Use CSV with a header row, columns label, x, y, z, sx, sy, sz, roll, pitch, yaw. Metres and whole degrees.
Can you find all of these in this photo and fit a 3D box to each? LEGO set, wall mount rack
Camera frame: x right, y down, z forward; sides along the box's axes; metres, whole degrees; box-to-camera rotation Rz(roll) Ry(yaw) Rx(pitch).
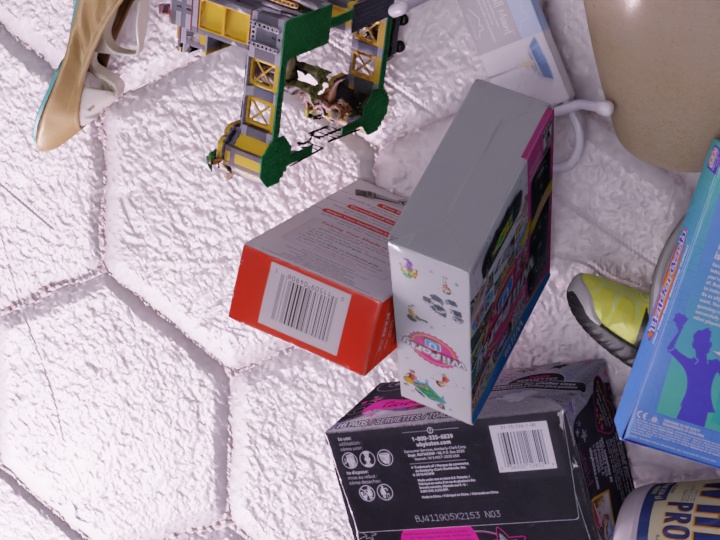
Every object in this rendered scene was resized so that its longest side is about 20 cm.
label,x,y,z,sx,sy,sz,roll,pitch,yaw
LEGO set,-0.066,-0.156,1.123,0.116,0.200,0.154,22,129,26
wall mount rack,0.109,-0.157,1.080,0.173,0.074,0.201,-14,102,50

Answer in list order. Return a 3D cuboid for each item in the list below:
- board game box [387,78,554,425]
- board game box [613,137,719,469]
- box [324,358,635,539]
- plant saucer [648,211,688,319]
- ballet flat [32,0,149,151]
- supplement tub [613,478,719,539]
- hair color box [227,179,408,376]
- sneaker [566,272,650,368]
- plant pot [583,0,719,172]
label,x,y,z,sx,sy,sz,roll,pitch,yaw
board game box,0.080,-0.008,1.075,0.064,0.148,0.200,21,151,17
board game box,0.267,0.033,0.990,0.152,0.045,0.201,17,104,-1
box,0.095,0.152,1.192,0.199,0.115,0.133,-9,102,27
plant saucer,0.297,0.029,1.043,0.199,0.050,0.201,0,96,4
ballet flat,-0.214,-0.174,1.258,0.063,0.069,0.201,24,118,1
supplement tub,0.294,0.218,1.100,0.199,0.145,0.146,-9,104,28
hair color box,0.000,0.000,1.133,0.111,0.200,0.064,22,115,17
sneaker,0.244,0.047,1.114,0.199,0.075,0.077,28,110,3
plant pot,0.221,-0.171,0.995,0.187,0.187,0.201,15,129,21
